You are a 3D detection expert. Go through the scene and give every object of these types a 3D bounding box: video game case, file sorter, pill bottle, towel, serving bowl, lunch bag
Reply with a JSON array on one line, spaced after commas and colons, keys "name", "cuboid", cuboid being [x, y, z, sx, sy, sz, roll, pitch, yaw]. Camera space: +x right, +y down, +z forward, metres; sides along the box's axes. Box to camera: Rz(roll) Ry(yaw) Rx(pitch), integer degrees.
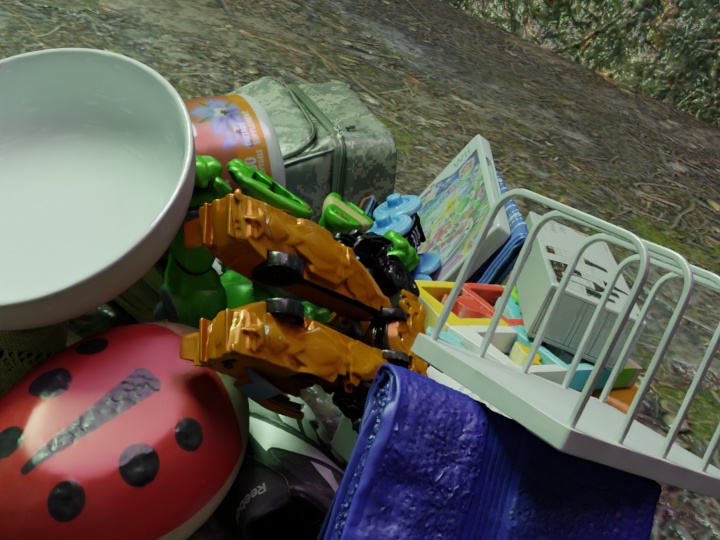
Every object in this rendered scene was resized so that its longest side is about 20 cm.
[{"name": "video game case", "cuboid": [0.079, -0.037, 1.040, 0.018, 0.143, 0.201, 35, 24, -18]}, {"name": "file sorter", "cuboid": [0.163, 0.046, 0.683, 0.199, 0.126, 0.138, 21, 5, -39]}, {"name": "pill bottle", "cuboid": [-0.163, -0.061, 0.781, 0.198, 0.113, 0.112, -12, 37, -26]}, {"name": "towel", "cuboid": [0.076, 0.156, 0.626, 0.198, 0.149, 0.049, 24, -11, -17]}, {"name": "serving bowl", "cuboid": [-0.190, -0.041, 0.651, 0.198, 0.066, 0.202, -4, 52, 6]}, {"name": "towel", "cuboid": [0.094, -0.017, 1.029, 0.024, 0.145, 0.200, 30, 19, -18]}, {"name": "lunch bag", "cuboid": [-0.072, -0.103, 1.087, 0.166, 0.141, 0.200, -6, 32, -19]}]

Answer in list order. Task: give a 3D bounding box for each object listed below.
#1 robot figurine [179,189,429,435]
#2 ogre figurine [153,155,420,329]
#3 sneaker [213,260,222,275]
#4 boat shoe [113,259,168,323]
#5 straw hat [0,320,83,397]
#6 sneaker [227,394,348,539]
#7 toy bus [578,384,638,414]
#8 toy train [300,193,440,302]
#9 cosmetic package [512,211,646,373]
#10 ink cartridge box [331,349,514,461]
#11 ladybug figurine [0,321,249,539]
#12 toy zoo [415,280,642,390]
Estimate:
[{"name": "robot figurine", "cuboid": [-0.023, 0.033, 0.674, 0.199, 0.058, 0.147, 28, 53, -48]}, {"name": "ogre figurine", "cuboid": [-0.062, 0.001, 0.752, 0.098, 0.121, 0.199, 40, 16, 30]}, {"name": "sneaker", "cuboid": [-0.182, -0.040, 0.921, 0.199, 0.073, 0.072, 37, 25, 27]}, {"name": "boat shoe", "cuboid": [-0.128, 0.047, 0.817, 0.201, 0.063, 0.073, 43, 19, 26]}, {"name": "straw hat", "cuboid": [-0.227, 0.038, 0.694, 0.199, 0.086, 0.202, 19, 24, -9]}, {"name": "sneaker", "cuboid": [-0.054, 0.129, 0.680, 0.200, 0.067, 0.090, 38, 25, 27]}, {"name": "toy bus", "cuboid": [0.123, 0.091, 0.904, 0.199, 0.079, 0.065, 27, 23, 11]}, {"name": "toy train", "cuboid": [0.000, 0.000, 0.929, 0.113, 0.087, 0.200, -13, 22, 17]}, {"name": "cosmetic package", "cuboid": [0.177, 0.011, 0.912, 0.082, 0.051, 0.200, 24, 19, -5]}, {"name": "ink cartridge box", "cuboid": [0.099, 0.131, 0.789, 0.199, 0.085, 0.145, 32, 24, 21]}, {"name": "ladybug figurine", "cuboid": [-0.140, 0.094, 0.612, 0.135, 0.072, 0.200, 36, 46, 12]}, {"name": "toy zoo", "cuboid": [0.117, 0.050, 0.848, 0.199, 0.021, 0.131, 4, 27, -45]}]
